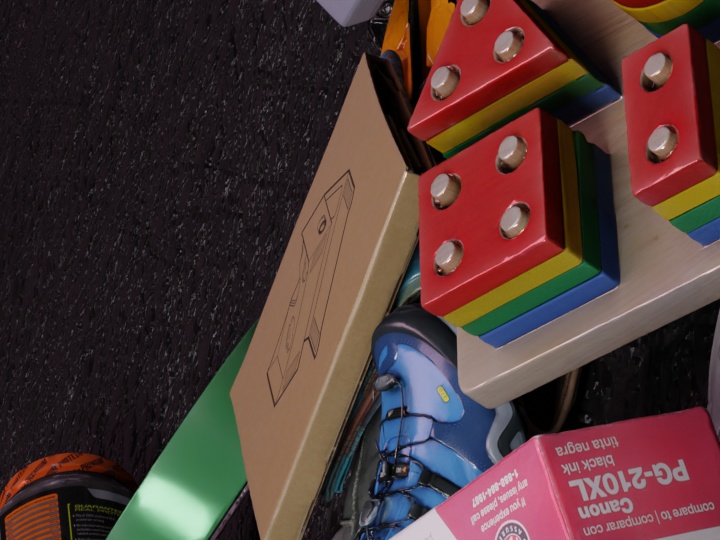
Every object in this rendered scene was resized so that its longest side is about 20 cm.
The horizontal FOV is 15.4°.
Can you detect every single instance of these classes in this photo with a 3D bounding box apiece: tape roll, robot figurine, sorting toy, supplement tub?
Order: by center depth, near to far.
[{"bbox_3d":[0.102,-0.074,1.128,0.199,0.069,0.200,-29,46,35],"label":"sorting toy"},{"bbox_3d":[0.049,-0.126,1.413,0.145,0.058,0.201,133,145,-51],"label":"robot figurine"},{"bbox_3d":[-0.089,0.119,1.489,0.201,0.048,0.200,-57,-1,-2],"label":"tape roll"},{"bbox_3d":[-0.175,0.214,1.663,0.201,0.122,0.123,-103,34,-53],"label":"supplement tub"}]

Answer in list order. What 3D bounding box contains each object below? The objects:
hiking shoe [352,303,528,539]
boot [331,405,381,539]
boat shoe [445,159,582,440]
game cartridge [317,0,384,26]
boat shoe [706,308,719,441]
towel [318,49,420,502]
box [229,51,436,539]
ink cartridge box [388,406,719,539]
[{"bbox_3d":[0.030,0.112,1.180,0.074,0.086,0.201,-29,70,54],"label":"hiking shoe"},{"bbox_3d":[0.015,0.089,1.337,0.182,0.072,0.201,-31,50,57],"label":"boot"},{"bbox_3d":[0.085,-0.012,1.239,0.072,0.072,0.202,-9,77,62],"label":"boat shoe"},{"bbox_3d":[-0.033,-0.237,1.419,0.201,0.041,0.133,59,147,12],"label":"game cartridge"},{"bbox_3d":[0.159,0.081,0.996,0.074,0.064,0.203,17,97,55],"label":"boat shoe"},{"bbox_3d":[0.000,0.000,1.339,0.201,0.022,0.147,-96,28,-53],"label":"towel"},{"bbox_3d":[-0.016,0.012,1.302,0.164,0.021,0.201,-109,37,-65],"label":"box"},{"bbox_3d":[0.090,0.171,0.964,0.145,0.084,0.201,-42,61,53],"label":"ink cartridge box"}]
